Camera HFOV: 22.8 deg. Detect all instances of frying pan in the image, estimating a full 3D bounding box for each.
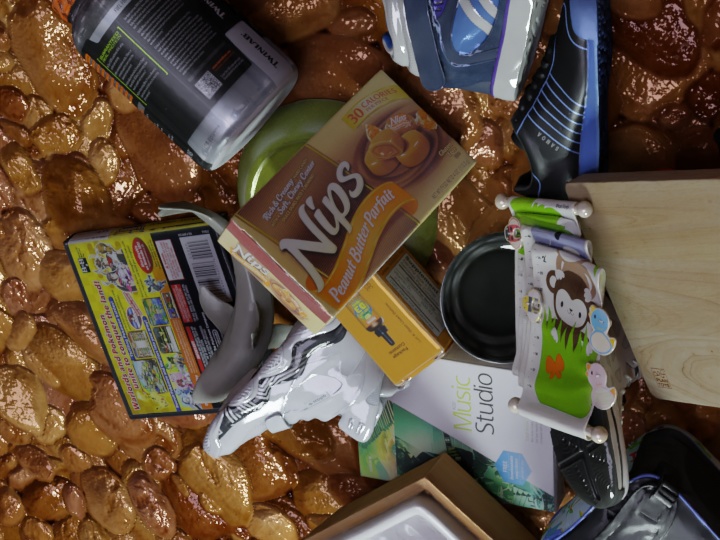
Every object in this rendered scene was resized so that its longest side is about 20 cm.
[{"bbox_3d":[0.159,0.034,1.547,0.189,0.031,0.116,18,98,-9],"label":"frying pan"}]

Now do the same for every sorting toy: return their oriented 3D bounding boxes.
[{"bbox_3d":[0.275,0.004,1.381,0.200,0.069,0.200,4,122,61],"label":"sorting toy"}]

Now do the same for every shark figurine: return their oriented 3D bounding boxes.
[{"bbox_3d":[-0.111,0.026,1.628,0.127,0.090,0.216,-9,113,2],"label":"shark figurine"}]

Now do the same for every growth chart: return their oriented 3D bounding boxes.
[{"bbox_3d":[0.158,0.035,1.449,0.144,0.018,0.202,-1,92,60],"label":"growth chart"}]

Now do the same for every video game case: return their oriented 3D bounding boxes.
[{"bbox_3d":[-0.179,0.048,1.732,0.179,0.026,0.201,-6,113,28],"label":"video game case"}]

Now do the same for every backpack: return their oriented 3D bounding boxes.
[{"bbox_3d":[0.253,0.250,1.549,0.183,0.147,0.200,45,122,-3],"label":"backpack"}]

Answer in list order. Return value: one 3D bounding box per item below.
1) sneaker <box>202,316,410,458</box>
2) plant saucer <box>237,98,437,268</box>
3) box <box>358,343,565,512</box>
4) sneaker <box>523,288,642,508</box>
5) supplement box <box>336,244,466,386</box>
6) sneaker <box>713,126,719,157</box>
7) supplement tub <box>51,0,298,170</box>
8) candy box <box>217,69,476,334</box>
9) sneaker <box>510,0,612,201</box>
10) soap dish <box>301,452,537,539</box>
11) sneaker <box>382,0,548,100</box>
[{"bbox_3d":[-0.049,0.123,1.615,0.115,0.075,0.200,42,109,-5],"label":"sneaker"},{"bbox_3d":[-0.028,-0.054,1.601,0.198,0.031,0.202,11,119,21],"label":"plant saucer"},{"bbox_3d":[0.089,0.137,1.639,0.198,0.036,0.146,8,118,24],"label":"box"},{"bbox_3d":[0.214,0.096,1.485,0.076,0.114,0.202,-40,56,52],"label":"sneaker"},{"bbox_3d":[0.000,0.000,1.558,0.066,0.069,0.200,-37,95,36],"label":"supplement box"},{"bbox_3d":[0.319,-0.032,1.426,0.080,0.071,0.201,26,135,41],"label":"sneaker"},{"bbox_3d":[-0.161,-0.194,1.538,0.200,0.123,0.123,43,126,0],"label":"supplement tub"},{"bbox_3d":[-0.010,-0.058,1.487,0.115,0.200,0.055,43,155,1],"label":"candy box"},{"bbox_3d":[0.160,-0.141,1.439,0.077,0.070,0.202,6,119,16],"label":"sneaker"},{"bbox_3d":[0.059,0.262,1.665,0.157,0.081,0.200,43,135,-13],"label":"soap dish"},{"bbox_3d":[0.078,-0.239,1.421,0.145,0.081,0.201,20,125,14],"label":"sneaker"}]
